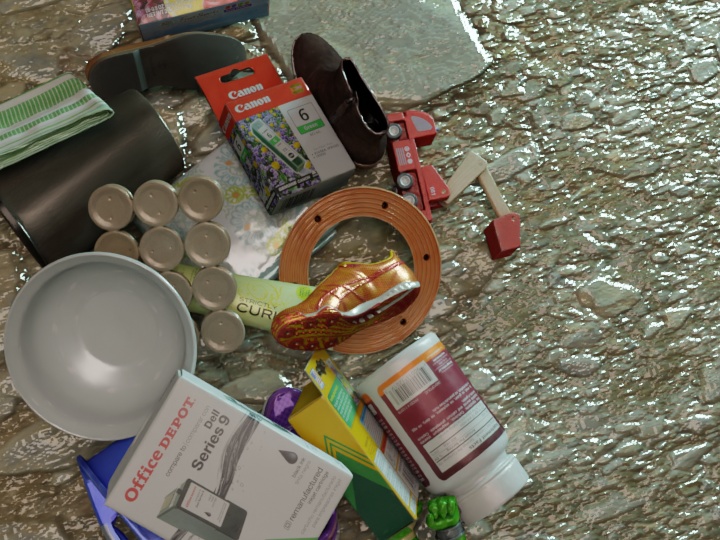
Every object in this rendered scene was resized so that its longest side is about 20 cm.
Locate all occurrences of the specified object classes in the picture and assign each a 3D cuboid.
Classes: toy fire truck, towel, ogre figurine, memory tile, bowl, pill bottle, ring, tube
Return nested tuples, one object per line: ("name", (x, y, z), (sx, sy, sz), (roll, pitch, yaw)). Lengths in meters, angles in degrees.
("toy fire truck", (0.111, -0.107, 1.283), (0.140, 0.049, 0.201), (-10, 79, -9))
("towel", (-0.144, -0.059, 1.247), (0.200, 0.048, 0.171), (-40, 82, -13))
("towel", (-0.372, -0.173, 1.179), (0.152, 0.200, 0.023), (-28, 119, -14))
("ogre figurine", (0.044, 0.343, 1.152), (0.200, 0.098, 0.120), (-35, 94, -6))
("memory tile", (-0.212, -0.001, 1.136), (0.152, 0.017, 0.201), (-7, 103, 3))
("bowl", (-0.265, 0.071, 1.099), (0.200, 0.090, 0.202), (0, 102, 2))
("pill bottle", (0.096, 0.182, 1.187), (0.114, 0.114, 0.200), (-34, 84, -12))
("ring", (0.000, 0.000, 1.233), (0.199, 0.019, 0.202), (-2, 99, -13))
("tube", (-0.122, 0.034, 1.179), (0.199, 0.052, 0.058), (13, 103, -4))

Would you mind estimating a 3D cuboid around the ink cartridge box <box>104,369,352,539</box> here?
("ink cartridge box", (-0.132, 0.210, 1.026), (0.199, 0.084, 0.146), (31, 84, -8))

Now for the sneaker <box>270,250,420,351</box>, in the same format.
("sneaker", (-0.024, 0.034, 1.165), (0.199, 0.073, 0.077), (-19, 59, -38))

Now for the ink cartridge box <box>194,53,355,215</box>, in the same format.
("ink cartridge box", (-0.103, -0.175, 1.231), (0.109, 0.050, 0.201), (-24, 77, -26))

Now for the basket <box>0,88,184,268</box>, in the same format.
("basket", (-0.317, -0.111, 1.195), (0.200, 0.136, 0.180), (-37, 60, -18))

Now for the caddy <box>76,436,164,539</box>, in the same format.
("caddy", (-0.226, 0.264, 1.120), (0.105, 0.141, 0.200), (-40, 84, -16))

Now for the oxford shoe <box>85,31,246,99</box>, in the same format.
("oxford shoe", (-0.239, -0.260, 1.271), (0.199, 0.071, 0.072), (-11, 120, -22))

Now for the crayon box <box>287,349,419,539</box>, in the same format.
("crayon box", (-0.013, 0.186, 1.147), (0.051, 0.126, 0.200), (-35, 95, 10))

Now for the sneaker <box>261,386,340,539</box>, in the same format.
("sneaker", (-0.064, 0.228, 1.173), (0.080, 0.089, 0.201), (-10, 77, -7))

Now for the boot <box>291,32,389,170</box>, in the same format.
("boot", (-0.020, -0.223, 1.232), (0.072, 0.166, 0.201), (-25, 82, -11))

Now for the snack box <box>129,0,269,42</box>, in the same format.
("snack box", (-0.220, -0.402, 1.299), (0.168, 0.068, 0.201), (-17, 79, -9))
